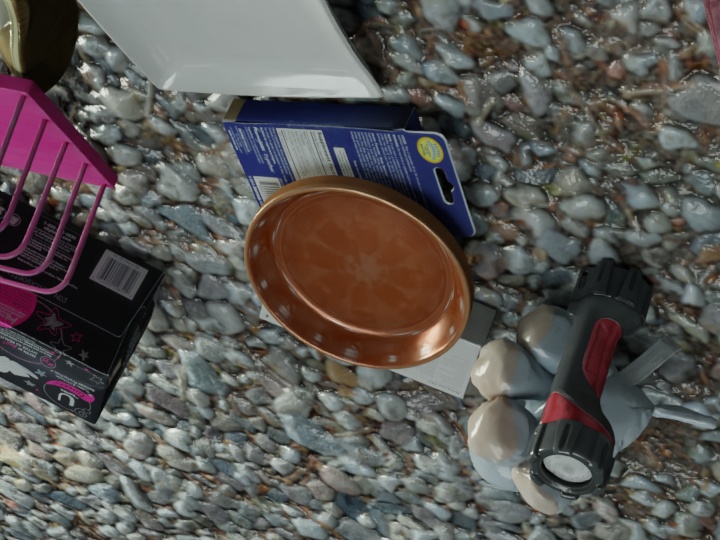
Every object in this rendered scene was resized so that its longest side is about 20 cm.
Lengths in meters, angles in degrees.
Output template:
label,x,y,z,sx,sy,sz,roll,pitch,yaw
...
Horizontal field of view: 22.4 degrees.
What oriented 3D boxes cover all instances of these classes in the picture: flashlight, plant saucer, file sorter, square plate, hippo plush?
label,x,y,z,sx,sy,sz,roll,pitch,yaw
flashlight,0.187,0.083,1.440,0.068,0.201,0.068,-21,124,44
plant saucer,0.000,0.000,1.523,0.199,0.032,0.201,13,135,14
file sorter,-0.322,-0.077,1.557,0.138,0.126,0.200,13,163,18
square plate,-0.099,-0.184,1.374,0.198,0.029,0.198,4,162,19
hippo plush,0.163,0.113,1.570,0.160,0.199,0.161,63,164,1

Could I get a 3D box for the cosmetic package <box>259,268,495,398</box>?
label,x,y,z,sx,sy,sz,roll,pitch,yaw
cosmetic package,0.014,0.038,1.614,0.199,0.051,0.083,22,139,5

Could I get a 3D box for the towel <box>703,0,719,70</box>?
label,x,y,z,sx,sy,sz,roll,pitch,yaw
towel,0.335,-0.148,1.222,0.199,0.023,0.144,2,139,28

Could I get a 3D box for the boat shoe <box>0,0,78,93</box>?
label,x,y,z,sx,sy,sz,roll,pitch,yaw
boat shoe,-0.278,-0.224,1.458,0.066,0.074,0.201,30,148,21

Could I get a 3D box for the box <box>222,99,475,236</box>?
label,x,y,z,sx,sy,sz,roll,pitch,yaw
box,-0.004,-0.084,1.491,0.199,0.033,0.122,6,140,26

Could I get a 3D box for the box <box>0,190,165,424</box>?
label,x,y,z,sx,sy,sz,roll,pitch,yaw
box,-0.306,0.031,1.727,0.199,0.133,0.115,27,147,-1
